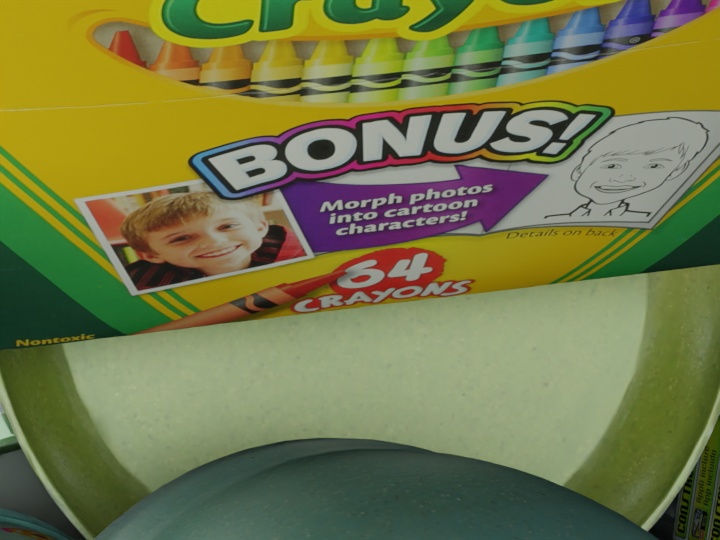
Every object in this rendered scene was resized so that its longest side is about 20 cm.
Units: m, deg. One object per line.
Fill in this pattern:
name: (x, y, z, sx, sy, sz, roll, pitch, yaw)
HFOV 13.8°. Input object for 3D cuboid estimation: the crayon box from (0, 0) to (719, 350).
crayon box: (0.009, -0.052, 0.673, 0.200, 0.173, 0.058, -7, 65, -9)

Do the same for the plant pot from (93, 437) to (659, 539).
plant pot: (0.029, 0.134, 0.657, 0.200, 0.134, 0.200, 4, 82, -32)

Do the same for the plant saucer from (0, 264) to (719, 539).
plant saucer: (0.000, 0.000, 0.776, 0.200, 0.031, 0.200, 0, 88, -9)

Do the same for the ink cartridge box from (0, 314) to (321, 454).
ink cartridge box: (-0.105, -0.052, 0.800, 0.145, 0.048, 0.200, -14, 87, -8)

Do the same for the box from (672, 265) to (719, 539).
box: (0.190, 0.034, 0.819, 0.200, 0.035, 0.110, 7, 93, -19)

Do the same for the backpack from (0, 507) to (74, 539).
backpack: (-0.113, 0.157, 0.740, 0.176, 0.153, 0.200, -13, 102, -8)
